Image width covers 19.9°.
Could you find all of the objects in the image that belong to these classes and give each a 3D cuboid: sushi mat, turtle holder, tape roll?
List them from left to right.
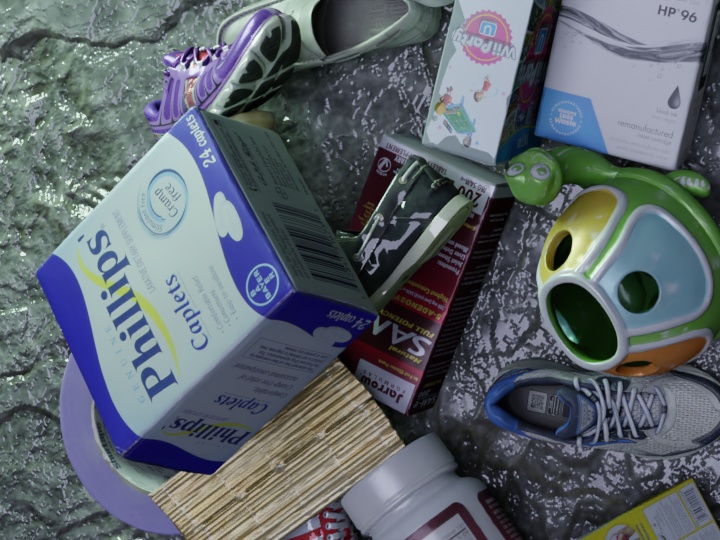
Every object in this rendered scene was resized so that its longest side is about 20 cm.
[{"bbox_3d":[-0.148,0.116,1.729,0.198,0.085,0.202,2,94,22],"label":"tape roll"},{"bbox_3d":[-0.066,0.160,1.649,0.199,0.012,0.096,-37,90,10],"label":"sushi mat"},{"bbox_3d":[0.194,-0.008,1.515,0.140,0.131,0.187,5,120,44],"label":"turtle holder"}]

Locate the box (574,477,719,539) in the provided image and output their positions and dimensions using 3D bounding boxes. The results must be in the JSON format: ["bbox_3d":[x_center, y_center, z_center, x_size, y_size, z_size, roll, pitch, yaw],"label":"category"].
[{"bbox_3d":[0.191,0.255,1.550,0.199,0.048,0.118,-24,81,-20],"label":"box"}]

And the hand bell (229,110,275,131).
[{"bbox_3d":[-0.076,-0.016,1.658,0.104,0.104,0.201,-30,76,22],"label":"hand bell"}]

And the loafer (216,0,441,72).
[{"bbox_3d":[-0.033,-0.201,1.668,0.198,0.070,0.071,-10,89,23],"label":"loafer"}]

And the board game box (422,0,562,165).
[{"bbox_3d":[0.114,-0.189,1.541,0.064,0.147,0.202,16,103,15],"label":"board game box"}]

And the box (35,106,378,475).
[{"bbox_3d":[-0.118,0.017,1.528,0.200,0.104,0.185,-44,57,23],"label":"box"}]

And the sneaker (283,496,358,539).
[{"bbox_3d":[-0.022,0.216,1.687,0.112,0.071,0.202,17,107,25],"label":"sneaker"}]

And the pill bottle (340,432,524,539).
[{"bbox_3d":[0.078,0.237,1.622,0.114,0.114,0.201,-39,78,20],"label":"pill bottle"}]

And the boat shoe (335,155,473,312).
[{"bbox_3d":[0.000,0.000,1.598,0.068,0.072,0.200,43,100,8],"label":"boat shoe"}]

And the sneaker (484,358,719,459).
[{"bbox_3d":[0.186,0.111,1.584,0.198,0.085,0.078,0,93,23],"label":"sneaker"}]

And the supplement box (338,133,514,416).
[{"bbox_3d":[0.038,0.002,1.655,0.108,0.061,0.202,25,104,20],"label":"supplement box"}]

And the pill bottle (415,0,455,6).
[{"bbox_3d":[0.004,-0.289,1.620,0.199,0.104,0.105,29,104,32],"label":"pill bottle"}]

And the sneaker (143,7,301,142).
[{"bbox_3d":[-0.124,-0.156,1.672,0.084,0.080,0.200,55,135,6],"label":"sneaker"}]

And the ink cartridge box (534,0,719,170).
[{"bbox_3d":[0.210,-0.190,1.547,0.115,0.068,0.202,15,106,15],"label":"ink cartridge box"}]
